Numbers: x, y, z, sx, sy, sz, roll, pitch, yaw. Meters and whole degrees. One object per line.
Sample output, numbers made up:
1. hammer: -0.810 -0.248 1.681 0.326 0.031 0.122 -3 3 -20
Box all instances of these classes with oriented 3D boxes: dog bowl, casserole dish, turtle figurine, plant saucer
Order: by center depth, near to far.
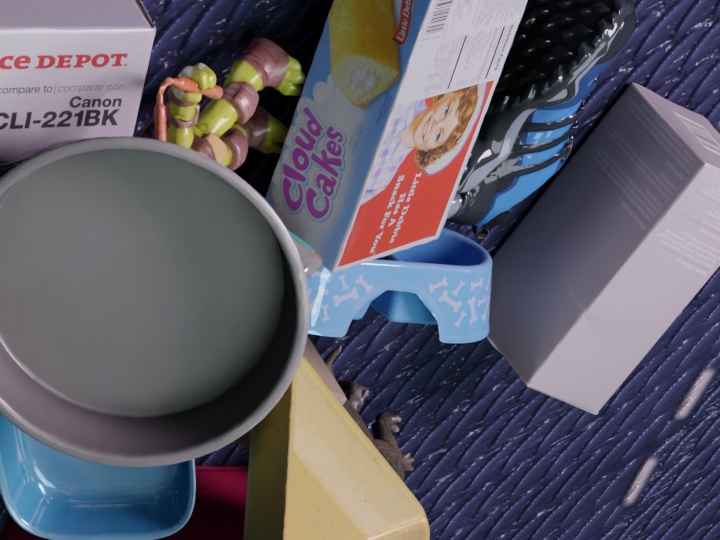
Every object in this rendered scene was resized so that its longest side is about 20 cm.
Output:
1. casserole dish: -0.157 0.078 1.377 0.120 0.039 0.201 -1 123 4
2. turtle figurine: -0.098 -0.058 1.385 0.161 0.064 0.201 -48 150 -44
3. plant saucer: -0.019 0.188 1.455 0.048 0.201 0.200 -16 137 21
4. dog bowl: 0.000 0.000 1.513 0.199 0.111 0.050 4 111 -33

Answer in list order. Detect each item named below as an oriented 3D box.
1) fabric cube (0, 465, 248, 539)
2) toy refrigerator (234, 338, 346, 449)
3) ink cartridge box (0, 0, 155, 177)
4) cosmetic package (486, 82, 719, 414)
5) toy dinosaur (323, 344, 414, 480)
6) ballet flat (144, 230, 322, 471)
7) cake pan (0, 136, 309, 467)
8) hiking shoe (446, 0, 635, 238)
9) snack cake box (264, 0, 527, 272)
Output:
1. fabric cube: -0.135 0.265 1.584 0.195 0.200 0.201 4 124 -32
2. toy refrigerator: -0.109 0.055 1.513 0.199 0.076 0.070 28 109 -43
3. ink cartridge box: -0.211 -0.076 1.337 0.143 0.084 0.201 -4 128 -28
4. cosmetic package: 0.172 -0.013 1.602 0.090 0.107 0.200 20 116 -40
5. toy dinosaur: 0.002 0.143 1.625 0.076 0.103 0.201 7 127 -2
6. ballet flat: -0.080 0.062 1.425 0.063 0.067 0.201 26 115 -1
7. cake pan: -0.126 0.013 1.292 0.198 0.037 0.202 1 116 1
8. hiking shoe: 0.111 -0.108 1.521 0.086 0.075 0.200 16 126 -47
9. snack cake box: 0.024 -0.108 1.430 0.115 0.067 0.201 -20 137 -52
